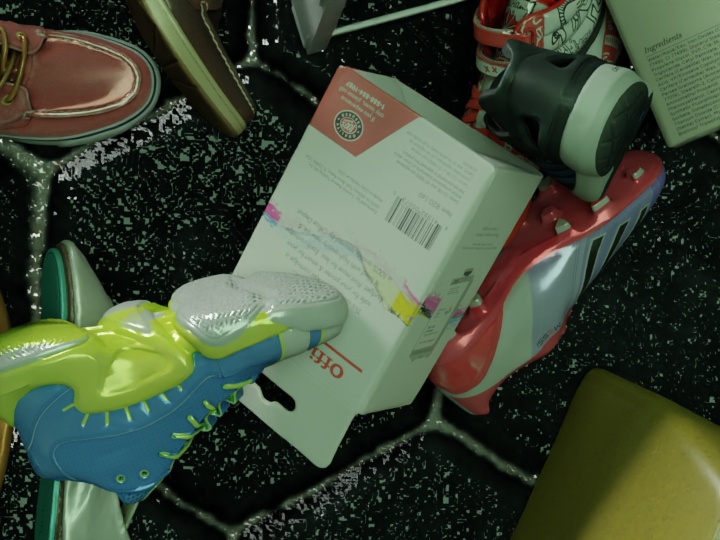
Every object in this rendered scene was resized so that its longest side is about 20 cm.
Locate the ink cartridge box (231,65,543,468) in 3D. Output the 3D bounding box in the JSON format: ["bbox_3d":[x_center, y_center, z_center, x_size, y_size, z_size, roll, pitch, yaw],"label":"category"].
[{"bbox_3d":[0.000,0.000,0.721,0.116,0.067,0.200,37,108,25],"label":"ink cartridge box"}]

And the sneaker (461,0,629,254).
[{"bbox_3d":[0.080,-0.096,0.747,0.067,0.108,0.201,30,77,39],"label":"sneaker"}]

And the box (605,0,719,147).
[{"bbox_3d":[0.181,-0.179,0.737,0.082,0.068,0.200,-21,91,22],"label":"box"}]

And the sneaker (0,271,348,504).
[{"bbox_3d":[-0.099,0.066,0.687,0.200,0.076,0.105,-9,107,4],"label":"sneaker"}]

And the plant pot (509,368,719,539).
[{"bbox_3d":[0.201,0.184,0.707,0.194,0.200,0.196,26,84,-4],"label":"plant pot"}]

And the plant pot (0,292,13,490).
[{"bbox_3d":[-0.293,0.076,0.675,0.140,0.200,0.201,3,87,11],"label":"plant pot"}]

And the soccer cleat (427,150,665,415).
[{"bbox_3d":[0.117,0.004,0.782,0.200,0.067,0.077,-42,124,-12],"label":"soccer cleat"}]

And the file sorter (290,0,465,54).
[{"bbox_3d":[0.002,-0.253,0.737,0.124,0.139,0.200,-17,89,-8],"label":"file sorter"}]

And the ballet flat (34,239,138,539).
[{"bbox_3d":[-0.158,0.082,0.748,0.069,0.069,0.200,2,91,-6],"label":"ballet flat"}]

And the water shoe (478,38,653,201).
[{"bbox_3d":[0.110,-0.088,0.677,0.079,0.200,0.072,28,92,10],"label":"water shoe"}]

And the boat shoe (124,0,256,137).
[{"bbox_3d":[-0.106,-0.177,0.745,0.072,0.072,0.200,-32,102,-11],"label":"boat shoe"}]

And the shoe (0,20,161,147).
[{"bbox_3d":[-0.219,-0.115,0.730,0.200,0.091,0.072,2,87,-6],"label":"shoe"}]
